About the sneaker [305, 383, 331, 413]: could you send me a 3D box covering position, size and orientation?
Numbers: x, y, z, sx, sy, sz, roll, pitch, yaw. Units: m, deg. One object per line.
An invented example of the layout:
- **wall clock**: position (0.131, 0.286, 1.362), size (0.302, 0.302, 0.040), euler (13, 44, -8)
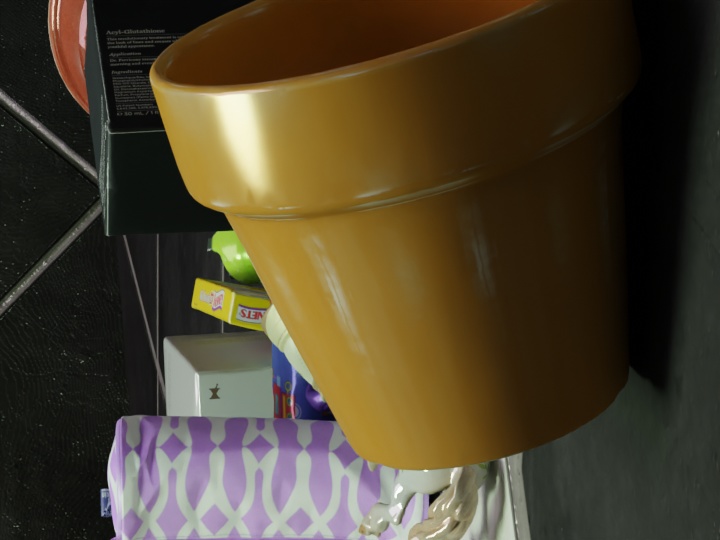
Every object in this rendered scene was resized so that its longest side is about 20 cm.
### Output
- **sneaker**: position (0.000, 0.000, 1.579), size (0.081, 0.083, 0.201), euler (-114, 25, -65)

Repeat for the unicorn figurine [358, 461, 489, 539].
- **unicorn figurine**: position (0.032, 0.070, 1.488), size (0.200, 0.073, 0.138), euler (62, 147, 35)

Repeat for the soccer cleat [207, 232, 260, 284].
- **soccer cleat**: position (-0.048, -0.076, 1.911), size (0.068, 0.081, 0.201), euler (47, -138, -40)

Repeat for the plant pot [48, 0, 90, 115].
- **plant pot**: position (-0.083, -0.138, 1.767), size (0.195, 0.200, 0.202), euler (-129, 37, -60)

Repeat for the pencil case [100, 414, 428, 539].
- **pencil case**: position (-0.055, 0.129, 1.601), size (0.084, 0.199, 0.086), euler (94, 175, -64)

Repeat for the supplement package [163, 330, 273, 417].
- **supplement package**: position (-0.064, 0.111, 1.857), size (0.200, 0.121, 0.121), euler (-153, 61, -79)

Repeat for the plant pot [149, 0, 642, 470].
- **plant pot**: position (0.032, -0.025, 1.144), size (0.200, 0.199, 0.184), euler (-126, 19, -72)

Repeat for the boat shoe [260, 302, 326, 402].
- **boat shoe**: position (0.025, -0.007, 1.399), size (0.063, 0.073, 0.200), euler (55, 134, 14)

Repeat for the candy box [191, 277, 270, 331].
- **candy box**: position (-0.051, 0.028, 1.814), size (0.200, 0.102, 0.027), euler (-168, 91, -80)

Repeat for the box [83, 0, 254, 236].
- **box**: position (-0.044, -0.094, 1.468), size (0.142, 0.199, 0.079), euler (-102, 13, -45)

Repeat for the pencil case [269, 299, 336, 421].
- **pencil case**: position (-0.013, 0.078, 1.682), size (0.078, 0.086, 0.201), euler (16, 111, 60)
